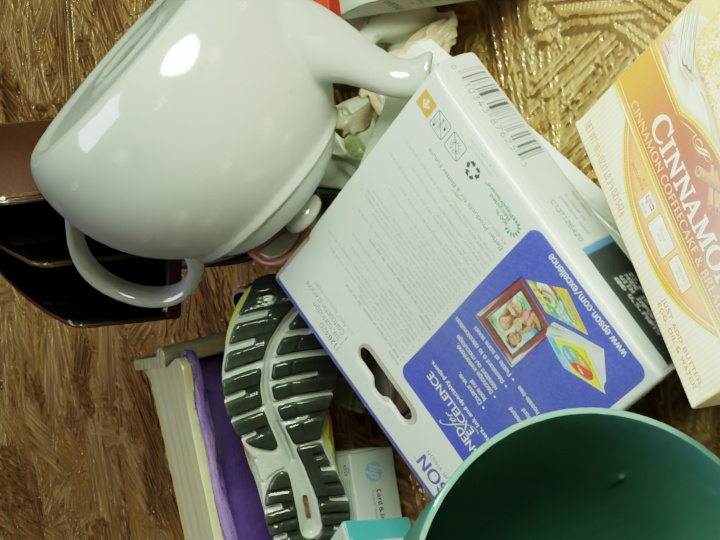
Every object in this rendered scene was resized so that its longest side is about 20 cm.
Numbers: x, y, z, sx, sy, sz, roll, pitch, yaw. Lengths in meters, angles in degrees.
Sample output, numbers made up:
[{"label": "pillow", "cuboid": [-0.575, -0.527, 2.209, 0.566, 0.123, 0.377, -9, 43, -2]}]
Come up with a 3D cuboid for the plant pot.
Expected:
[{"label": "plant pot", "cuboid": [0.095, 0.186, 0.699, 0.161, 0.198, 0.203, 128, 130, -65]}]

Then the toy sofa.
[{"label": "toy sofa", "cuboid": [-0.095, 0.147, 1.030, 0.097, 0.082, 0.202, -13, 89, 60]}]

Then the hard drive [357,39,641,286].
[{"label": "hard drive", "cuboid": [0.079, -0.017, 0.788, 0.200, 0.026, 0.133, 46, 135, 23]}]

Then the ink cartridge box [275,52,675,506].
[{"label": "ink cartridge box", "cuboid": [0.059, 0.021, 0.775, 0.198, 0.047, 0.200, 54, 140, 13]}]

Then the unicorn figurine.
[{"label": "unicorn figurine", "cuboid": [-0.004, -0.168, 0.901, 0.137, 0.074, 0.200, -47, 55, -3]}]

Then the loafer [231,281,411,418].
[{"label": "loafer", "cuboid": [-0.029, 0.056, 1.013, 0.200, 0.062, 0.073, 35, 124, 53]}]

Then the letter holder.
[{"label": "letter holder", "cuboid": [-0.229, -0.035, 0.982, 0.199, 0.141, 0.102, 29, 120, 54]}]

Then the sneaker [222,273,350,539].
[{"label": "sneaker", "cuboid": [-0.057, 0.093, 0.965, 0.090, 0.077, 0.202, -119, 22, -67]}]

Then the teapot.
[{"label": "teapot", "cuboid": [-0.085, -0.074, 0.804, 0.198, 0.146, 0.200, -52, 19, -13]}]

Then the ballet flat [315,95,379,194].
[{"label": "ballet flat", "cuboid": [0.016, -0.081, 0.901, 0.199, 0.069, 0.070, 19, 112, 52]}]

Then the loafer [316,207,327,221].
[{"label": "loafer", "cuboid": [0.000, 0.000, 0.954, 0.200, 0.067, 0.077, -138, 53, -71]}]

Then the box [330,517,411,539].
[{"label": "box", "cuboid": [-0.013, 0.249, 0.937, 0.201, 0.049, 0.083, 118, 144, -47]}]

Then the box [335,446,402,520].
[{"label": "box", "cuboid": [-0.030, 0.217, 1.065, 0.199, 0.041, 0.158, -18, 79, 61]}]

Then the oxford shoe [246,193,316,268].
[{"label": "oxford shoe", "cuboid": [-0.061, -0.075, 0.926, 0.070, 0.074, 0.201, -30, 52, 14]}]

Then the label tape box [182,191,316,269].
[{"label": "label tape box", "cuboid": [-0.117, -0.041, 1.070, 0.199, 0.143, 0.064, -14, 83, 60]}]

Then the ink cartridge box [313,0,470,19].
[{"label": "ink cartridge box", "cuboid": [-0.002, -0.234, 0.821, 0.198, 0.050, 0.164, -5, 88, 19]}]

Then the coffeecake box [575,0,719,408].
[{"label": "coffeecake box", "cuboid": [0.196, -0.054, 0.591, 0.200, 0.072, 0.155, -49, 52, 51]}]
